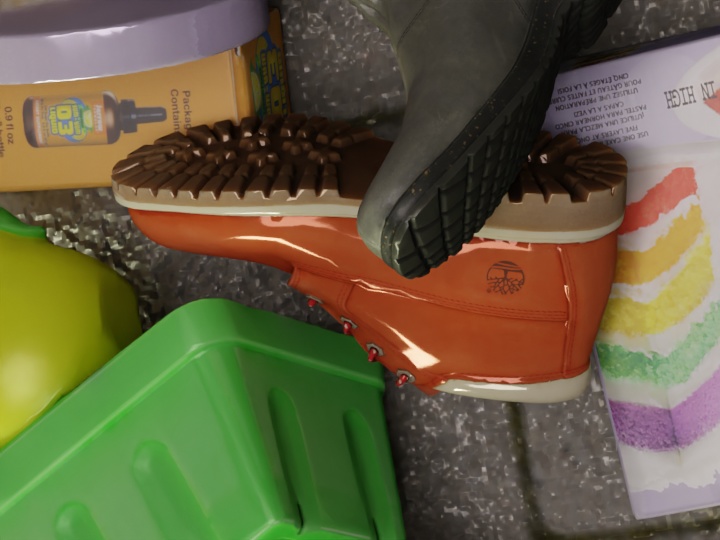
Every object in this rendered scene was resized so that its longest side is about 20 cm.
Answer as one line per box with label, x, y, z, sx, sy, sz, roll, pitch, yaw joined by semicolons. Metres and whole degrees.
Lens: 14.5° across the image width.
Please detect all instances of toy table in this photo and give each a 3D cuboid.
toy table;-0.133;-0.147;1.109;0.199;0.184;0.117;-1;111;24

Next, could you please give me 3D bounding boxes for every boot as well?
boot;0.014;-0.095;1.032;0.130;0.200;0.068;26;149;11
boot;0.000;0.000;1.091;0.199;0.075;0.107;7;119;11

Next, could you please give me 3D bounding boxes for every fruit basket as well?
fruit basket;-0.105;0.068;1.151;0.215;0.155;0.216;-10;73;34

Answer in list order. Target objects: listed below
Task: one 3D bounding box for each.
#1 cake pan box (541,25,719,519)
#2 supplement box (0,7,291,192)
cake pan box;0.182;-0.010;1.092;0.199;0.052;0.185;-11;98;20
supplement box;-0.131;-0.069;1.173;0.199;0.069;0.067;-2;100;19
